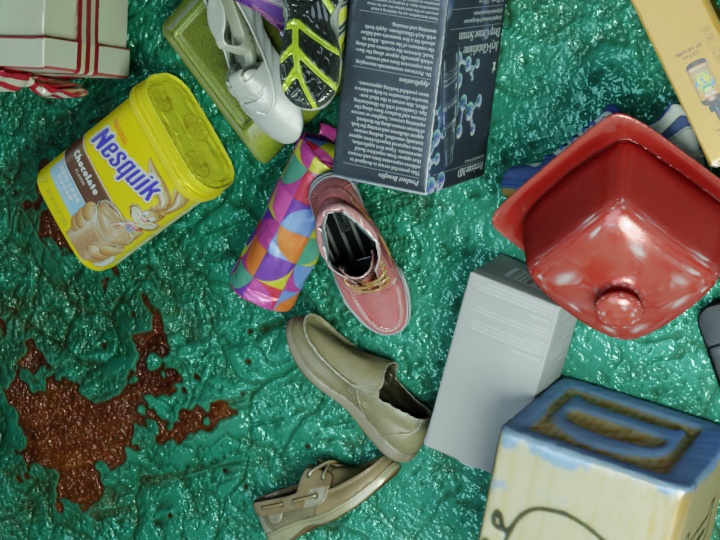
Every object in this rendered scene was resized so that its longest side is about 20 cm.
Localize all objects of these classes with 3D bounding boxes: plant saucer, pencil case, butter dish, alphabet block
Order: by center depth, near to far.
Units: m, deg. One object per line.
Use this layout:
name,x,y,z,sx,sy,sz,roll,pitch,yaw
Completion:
butter dish,0.241,-0.009,1.406,0.199,0.148,0.200,32,133,-19
alphabet block,0.234,0.244,1.486,0.194,0.196,0.201,16,108,25
plant saucer,-0.111,-0.247,1.639,0.200,0.048,0.200,-41,81,28
pencil case,-0.068,-0.053,1.642,0.088,0.088,0.201,36,113,16

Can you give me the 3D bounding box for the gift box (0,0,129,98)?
gift box,-0.372,-0.288,1.696,0.199,0.184,0.188,4,94,30

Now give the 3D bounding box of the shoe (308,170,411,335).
shoe,0.000,0.000,1.573,0.071,0.091,0.201,-20,117,7

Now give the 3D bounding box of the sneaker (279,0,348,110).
sneaker,-0.047,-0.253,1.478,0.075,0.076,0.201,8,88,1

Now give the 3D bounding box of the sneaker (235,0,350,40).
sneaker,-0.073,-0.270,1.538,0.199,0.080,0.089,6,88,-18

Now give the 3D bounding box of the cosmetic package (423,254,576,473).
cosmetic package,0.146,0.100,1.563,0.106,0.090,0.201,23,113,21

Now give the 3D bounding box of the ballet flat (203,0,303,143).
ballet flat,-0.121,-0.222,1.585,0.069,0.069,0.201,-18,93,29

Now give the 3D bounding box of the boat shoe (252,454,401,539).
boat shoe,-0.043,0.244,1.698,0.200,0.071,0.065,-32,86,30

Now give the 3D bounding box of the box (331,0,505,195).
box,0.059,-0.189,1.507,0.107,0.148,0.201,14,107,24

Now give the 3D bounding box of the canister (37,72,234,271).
canister,-0.257,-0.106,1.725,0.200,0.086,0.149,-33,85,30

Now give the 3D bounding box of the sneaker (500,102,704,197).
sneaker,0.232,-0.114,1.486,0.199,0.075,0.089,-7,90,19

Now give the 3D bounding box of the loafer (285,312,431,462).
loafer,0.003,0.115,1.649,0.200,0.076,0.067,45,116,1

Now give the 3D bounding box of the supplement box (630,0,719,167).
supplement box,0.314,-0.199,1.417,0.066,0.069,0.201,-25,87,20

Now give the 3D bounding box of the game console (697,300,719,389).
game console,0.409,0.116,1.412,0.175,0.116,0.201,-18,92,29
